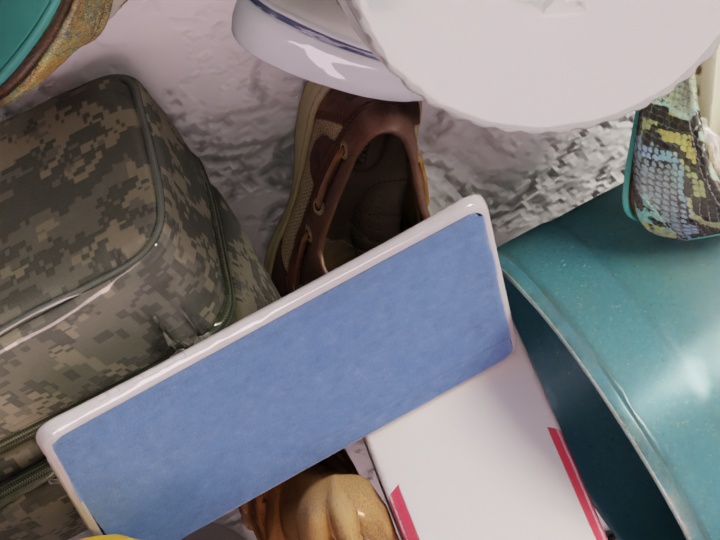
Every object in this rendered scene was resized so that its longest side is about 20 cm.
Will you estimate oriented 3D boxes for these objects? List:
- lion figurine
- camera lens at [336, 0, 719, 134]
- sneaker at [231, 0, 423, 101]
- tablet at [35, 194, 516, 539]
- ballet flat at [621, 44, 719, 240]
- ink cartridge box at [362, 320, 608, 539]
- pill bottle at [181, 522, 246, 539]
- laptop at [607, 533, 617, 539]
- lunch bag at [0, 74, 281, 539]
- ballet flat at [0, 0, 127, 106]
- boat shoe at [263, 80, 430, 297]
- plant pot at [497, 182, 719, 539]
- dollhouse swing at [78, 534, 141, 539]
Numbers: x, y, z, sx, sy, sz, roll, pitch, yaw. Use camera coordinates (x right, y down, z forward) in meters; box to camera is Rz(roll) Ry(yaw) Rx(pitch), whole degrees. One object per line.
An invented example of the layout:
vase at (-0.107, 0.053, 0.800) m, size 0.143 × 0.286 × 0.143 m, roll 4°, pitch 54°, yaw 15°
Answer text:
lion figurine at (-0.014, 0.117, 1.154) m, size 0.072 × 0.200 × 0.123 m, roll -16°, pitch 96°, yaw -21°
camera lens at (0.054, -0.159, 0.946) m, size 0.159 × 0.200 × 0.161 m, roll -4°, pitch 121°, yaw -6°
sneaker at (0.042, -0.114, 1.084) m, size 0.199 × 0.073 × 0.071 m, roll 0°, pitch 120°, yaw -27°
tablet at (-0.029, 0.047, 1.061) m, size 0.200 × 0.014 × 0.130 m, roll -29°, pitch 149°, yaw -7°
ballet flat at (0.150, -0.111, 1.060) m, size 0.074 × 0.074 × 0.201 m, roll -2°, pitch 101°, yaw -14°
ink cartridge box at (0.066, 0.130, 1.192) m, size 0.084 × 0.145 × 0.200 m, roll -22°, pitch 151°, yaw -1°
pill bottle at (-0.059, 0.223, 1.295) m, size 0.112 × 0.112 × 0.200 m, roll -26°, pitch 130°, yaw 7°
laptop at (0.240, 0.195, 1.352) m, size 0.200 × 0.116 × 0.187 m, roll -29°, pitch 129°, yaw 9°
lunch bag at (-0.128, 0.036, 1.110) m, size 0.199 × 0.140 × 0.168 m, roll -28°, pitch 135°, yaw 6°
ballet flat at (-0.101, -0.146, 1.017) m, size 0.070 × 0.071 × 0.200 m, roll 8°, pitch 126°, yaw -21°
boat shoe at (0.000, 0.000, 1.155) m, size 0.072 × 0.072 × 0.201 m, roll -2°, pitch 129°, yaw -14°
plant pot at (0.180, 0.028, 1.162) m, size 0.188 × 0.200 × 0.200 m, roll -33°, pitch 131°, yaw -7°
dollhouse swing at (-0.161, 0.206, 1.083) m, size 0.181 × 0.176 × 0.201 m, roll -11°, pitch 110°, yaw -35°
